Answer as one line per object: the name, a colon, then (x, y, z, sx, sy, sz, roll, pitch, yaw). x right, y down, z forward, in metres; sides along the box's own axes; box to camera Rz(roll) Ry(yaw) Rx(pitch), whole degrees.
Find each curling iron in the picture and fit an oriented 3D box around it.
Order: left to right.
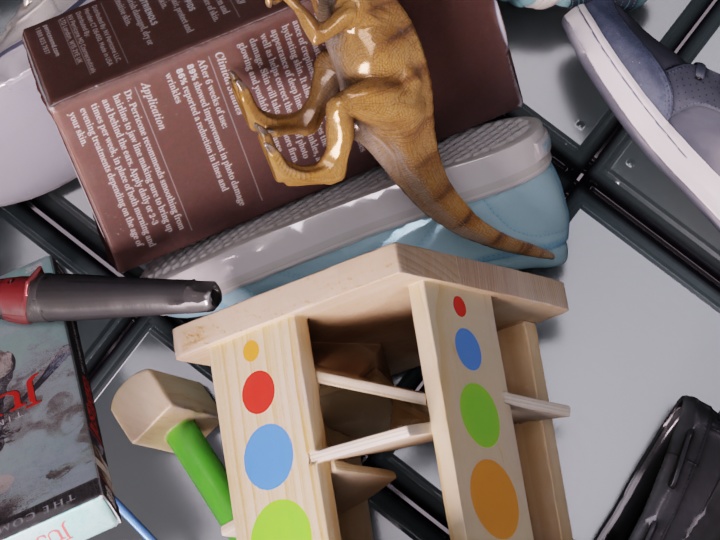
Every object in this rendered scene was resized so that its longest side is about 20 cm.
curling iron: (-0.144, 0.003, 1.122, 0.200, 0.026, 0.050, 6, 69, 37)

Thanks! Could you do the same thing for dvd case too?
dvd case: (-0.184, 0.076, 1.094, 0.146, 0.200, 0.022, -24, 123, 1)

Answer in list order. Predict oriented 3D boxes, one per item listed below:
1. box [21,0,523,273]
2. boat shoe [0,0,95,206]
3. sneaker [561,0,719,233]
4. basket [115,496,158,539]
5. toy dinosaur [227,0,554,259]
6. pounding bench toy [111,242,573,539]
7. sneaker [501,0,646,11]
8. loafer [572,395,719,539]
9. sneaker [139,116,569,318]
box: (-0.038, -0.090, 1.121, 0.199, 0.100, 0.075, -21, 40, -3)
boat shoe: (-0.124, -0.112, 1.164, 0.200, 0.071, 0.070, -44, 40, 15)
sneaker: (0.199, -0.077, 1.125, 0.146, 0.077, 0.202, -43, 94, 9)
basket: (-0.116, 0.200, 1.089, 0.200, 0.139, 0.176, 39, 87, -2)
toy dinosaur: (0.008, -0.067, 1.053, 0.106, 0.060, 0.200, -23, 107, -5)
pounding bench toy: (-0.012, 0.099, 1.087, 0.200, 0.124, 0.157, -21, 70, 34)
sneaker: (0.107, -0.210, 1.166, 0.086, 0.078, 0.201, 13, 78, -22)
loafer: (0.103, 0.143, 1.115, 0.070, 0.068, 0.201, 42, 80, -7)
sneaker: (0.000, 0.000, 1.141, 0.199, 0.074, 0.082, -17, 106, 13)
